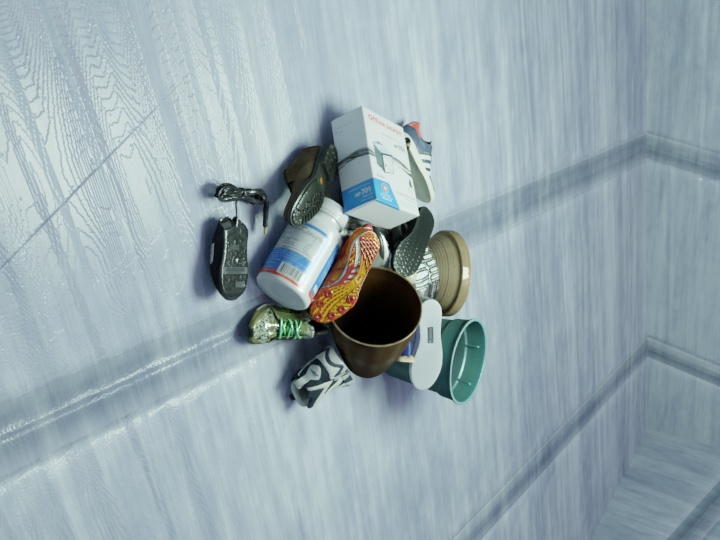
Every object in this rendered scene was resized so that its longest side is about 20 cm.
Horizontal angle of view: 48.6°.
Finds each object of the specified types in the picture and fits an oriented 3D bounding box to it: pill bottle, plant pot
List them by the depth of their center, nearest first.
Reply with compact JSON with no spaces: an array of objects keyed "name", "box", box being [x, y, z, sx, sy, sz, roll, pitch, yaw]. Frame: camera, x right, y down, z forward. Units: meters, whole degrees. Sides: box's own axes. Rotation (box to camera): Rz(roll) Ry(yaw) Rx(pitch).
[{"name":"pill bottle","box":[-0.102,-0.037,1.497,0.201,0.112,0.112,-61,141,-24]},{"name":"plant pot","box":[0.021,0.127,1.618,0.187,0.186,0.201,-52,162,-33]},{"name":"plant pot","box":[0.165,0.193,1.853,0.200,0.195,0.202,-24,118,-55]},{"name":"plant pot","box":[0.169,0.006,1.856,0.092,0.201,0.203,2,98,-25]}]

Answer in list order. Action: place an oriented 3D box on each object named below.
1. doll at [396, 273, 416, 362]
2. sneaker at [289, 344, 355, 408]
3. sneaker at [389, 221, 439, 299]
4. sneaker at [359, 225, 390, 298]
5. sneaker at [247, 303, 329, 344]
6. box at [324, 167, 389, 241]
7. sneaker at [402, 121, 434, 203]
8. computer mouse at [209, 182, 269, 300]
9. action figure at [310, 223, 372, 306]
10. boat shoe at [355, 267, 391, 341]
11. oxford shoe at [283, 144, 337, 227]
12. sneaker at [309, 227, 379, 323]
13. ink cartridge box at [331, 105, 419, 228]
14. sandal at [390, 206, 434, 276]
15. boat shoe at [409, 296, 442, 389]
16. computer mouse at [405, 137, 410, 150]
[{"name":"doll","box":[0.092,0.093,1.707,0.048,0.136,0.202,5,86,-18]},{"name":"sneaker","box":[-0.086,0.226,1.629,0.129,0.080,0.199,-34,169,-5]},{"name":"sneaker","box":[0.112,-0.024,1.791,0.075,0.115,0.202,-15,98,-24]},{"name":"sneaker","box":[0.000,0.000,1.645,0.079,0.074,0.201,-6,128,-40]},{"name":"sneaker","box":[-0.131,0.104,1.511,0.199,0.088,0.078,-8,105,-53]},{"name":"box","box":[-0.005,-0.140,1.660,0.199,0.048,0.160,1,97,-54]},{"name":"sneaker","box":[0.138,-0.248,1.811,0.085,0.075,0.201,-50,135,-29]},{"name":"computer mouse","box":[-0.215,-0.052,1.398,0.140,0.046,0.202,-10,102,-58]},{"name":"action figure","box":[-0.047,-0.020,1.572,0.200,0.065,0.052,-44,122,-15]},{"name":"boat shoe","box":[0.025,0.084,1.751,0.072,0.060,0.203,38,68,-52]},{"name":"oxford shoe","box":[-0.109,-0.155,1.476,0.073,0.084,0.201,77,26,-43]},{"name":"sneaker","box":[-0.028,0.012,1.507,0.073,0.077,0.201,34,92,-18]},{"name":"ink cartridge box","box":[0.028,-0.199,1.565,0.146,0.085,0.202,14,62,-51]},{"name":"sandal","box":[0.103,-0.055,1.684,0.076,0.048,0.201,55,43,-24]},{"name":"boat shoe","box":[0.135,0.156,1.736,0.070,0.070,0.202,-1,99,-14]},{"name":"computer mouse","box":[0.071,-0.197,1.682,0.059,0.034,0.201,43,63,-49]}]
